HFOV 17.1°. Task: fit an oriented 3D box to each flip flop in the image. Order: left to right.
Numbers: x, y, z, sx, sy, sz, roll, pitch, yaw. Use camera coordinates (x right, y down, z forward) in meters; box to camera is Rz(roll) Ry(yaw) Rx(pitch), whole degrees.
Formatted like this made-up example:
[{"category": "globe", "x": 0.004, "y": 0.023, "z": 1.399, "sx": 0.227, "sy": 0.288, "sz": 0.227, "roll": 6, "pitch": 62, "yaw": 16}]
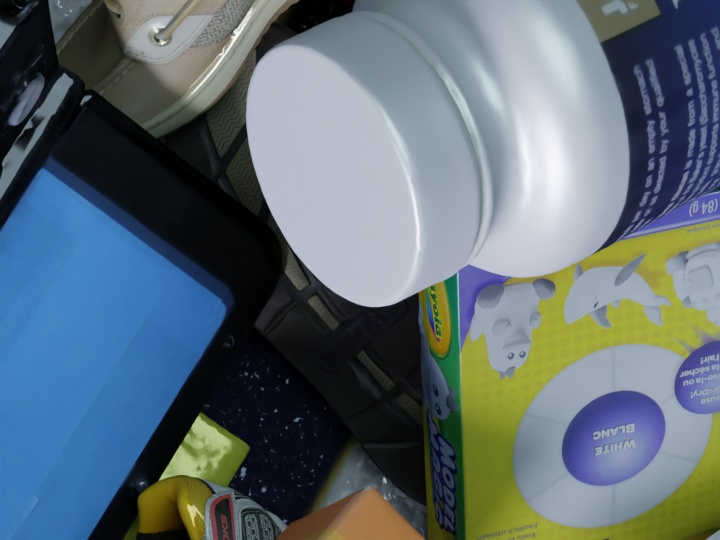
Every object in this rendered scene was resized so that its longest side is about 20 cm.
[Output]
[{"category": "flip flop", "x": 0.000, "y": 0.000, "z": 0.878, "sx": 0.081, "sy": 0.058, "sz": 0.200, "roll": -35, "pitch": 99, "yaw": 16}]

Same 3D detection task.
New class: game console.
[{"category": "game console", "x": -0.113, "y": 0.035, "z": 0.750, "sx": 0.116, "sy": 0.176, "sz": 0.201, "roll": 31, "pitch": 81, "yaw": -1}]

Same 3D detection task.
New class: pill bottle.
[{"category": "pill bottle", "x": 0.067, "y": -0.065, "z": 0.735, "sx": 0.199, "sy": 0.111, "sz": 0.112, "roll": -27, "pitch": 87, "yaw": -31}]

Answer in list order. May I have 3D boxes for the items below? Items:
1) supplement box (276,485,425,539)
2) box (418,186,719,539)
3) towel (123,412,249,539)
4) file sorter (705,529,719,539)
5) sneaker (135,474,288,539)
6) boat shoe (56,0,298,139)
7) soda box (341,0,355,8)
[{"category": "supplement box", "x": -0.045, "y": 0.162, "z": 0.737, "sx": 0.067, "sy": 0.069, "sz": 0.200, "roll": 45, "pitch": 61, "yaw": -7}, {"category": "box", "x": 0.081, "y": 0.055, "z": 0.836, "sx": 0.116, "sy": 0.048, "sz": 0.201, "roll": -13, "pitch": 126, "yaw": -13}, {"category": "towel", "x": -0.124, "y": 0.122, "z": 0.837, "sx": 0.086, "sy": 0.018, "sz": 0.201, "roll": 36, "pitch": 70, "yaw": -10}, {"category": "file sorter", "x": 0.167, "y": 0.199, "z": 0.808, "sx": 0.138, "sy": 0.124, "sz": 0.201, "roll": -30, "pitch": 118, "yaw": -20}, {"category": "sneaker", "x": -0.088, "y": 0.158, "z": 0.800, "sx": 0.082, "sy": 0.078, "sz": 0.201, "roll": 44, "pitch": 60, "yaw": -28}, {"category": "boat shoe", "x": -0.057, "y": -0.109, "z": 0.816, "sx": 0.065, "sy": 0.200, "sz": 0.073, "roll": 27, "pitch": 47, "yaw": -33}, {"category": "soda box", "x": -0.018, "y": -0.157, "z": 0.877, "sx": 0.199, "sy": 0.063, "sz": 0.070, "roll": 33, "pitch": 70, "yaw": -26}]
